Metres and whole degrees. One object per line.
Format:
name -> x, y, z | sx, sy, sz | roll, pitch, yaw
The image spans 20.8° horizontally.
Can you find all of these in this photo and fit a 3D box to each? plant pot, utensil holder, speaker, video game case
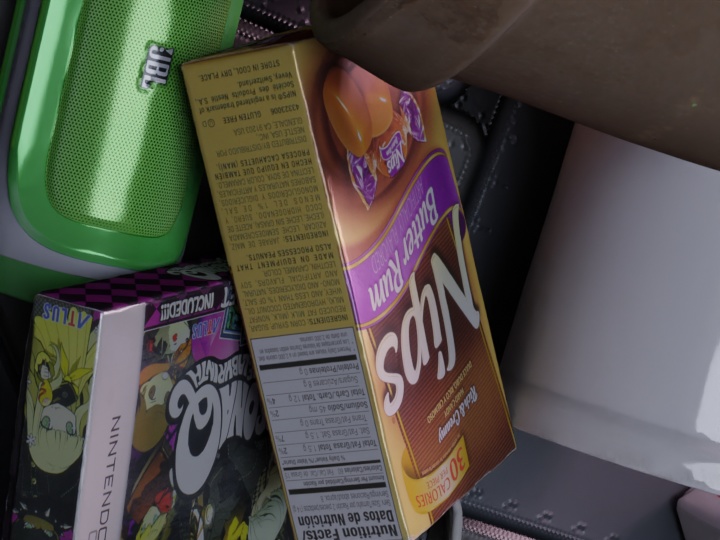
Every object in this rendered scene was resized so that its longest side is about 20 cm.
plant pot -> 0.105, -0.125, 0.724 | 0.174, 0.200, 0.201 | 32, 85, -15
utensil holder -> 0.164, -0.006, 0.891 | 0.170, 0.170, 0.201 | 17, 90, -29
speaker -> -0.096, -0.085, 0.788 | 0.088, 0.088, 0.201 | 11, 95, -28
video game case -> -0.071, 0.085, 0.797 | 0.200, 0.036, 0.182 | -13, 115, -61

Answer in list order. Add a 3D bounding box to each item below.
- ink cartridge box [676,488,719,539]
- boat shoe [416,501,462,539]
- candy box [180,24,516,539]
ink cartridge box -> 0.275, 0.143, 0.959 | 0.145, 0.200, 0.084 | -28, 115, -20
boat shoe -> 0.005, 0.184, 0.904 | 0.072, 0.066, 0.201 | 16, 93, -29
candy box -> 0.000, 0.000, 0.797 | 0.117, 0.056, 0.201 | -31, 111, -60
